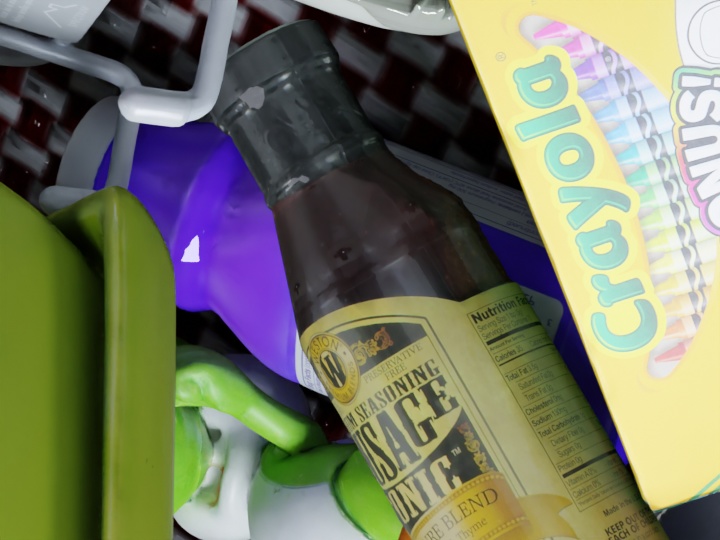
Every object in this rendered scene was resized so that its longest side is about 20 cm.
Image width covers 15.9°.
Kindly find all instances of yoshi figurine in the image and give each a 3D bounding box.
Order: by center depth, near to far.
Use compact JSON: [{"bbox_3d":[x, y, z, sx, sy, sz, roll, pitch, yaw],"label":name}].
[{"bbox_3d":[-0.036,0.079,0.836,0.200,0.112,0.112,27,169,42],"label":"yoshi figurine"}]

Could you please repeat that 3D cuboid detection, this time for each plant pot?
[{"bbox_3d":[-0.163,0.066,0.756,0.181,0.200,0.199,10,161,-32],"label":"plant pot"}]

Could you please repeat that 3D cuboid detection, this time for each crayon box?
[{"bbox_3d":[0.098,-0.045,0.677,0.119,0.058,0.200,-19,117,9],"label":"crayon box"}]

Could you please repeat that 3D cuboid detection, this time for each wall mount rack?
[{"bbox_3d":[-0.133,-0.072,0.729,0.174,0.075,0.200,16,164,-15],"label":"wall mount rack"}]

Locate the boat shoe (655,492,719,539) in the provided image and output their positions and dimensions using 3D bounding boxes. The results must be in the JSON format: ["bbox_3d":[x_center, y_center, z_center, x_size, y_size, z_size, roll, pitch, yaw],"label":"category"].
[{"bbox_3d":[0.086,0.133,0.767,0.073,0.200,0.063,29,162,6],"label":"boat shoe"}]

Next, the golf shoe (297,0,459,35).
[{"bbox_3d":[-0.042,-0.114,0.754,0.200,0.078,0.097,31,153,17],"label":"golf shoe"}]

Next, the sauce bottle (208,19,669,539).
[{"bbox_3d":[0.019,0.023,0.732,0.200,0.066,0.066,58,138,10],"label":"sauce bottle"}]

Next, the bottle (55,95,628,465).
[{"bbox_3d":[0.000,0.000,0.810,0.200,0.065,0.084,21,128,18],"label":"bottle"}]
